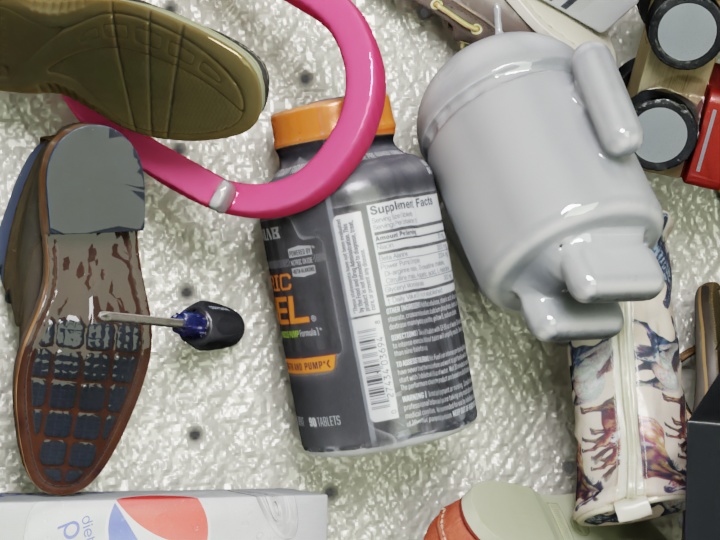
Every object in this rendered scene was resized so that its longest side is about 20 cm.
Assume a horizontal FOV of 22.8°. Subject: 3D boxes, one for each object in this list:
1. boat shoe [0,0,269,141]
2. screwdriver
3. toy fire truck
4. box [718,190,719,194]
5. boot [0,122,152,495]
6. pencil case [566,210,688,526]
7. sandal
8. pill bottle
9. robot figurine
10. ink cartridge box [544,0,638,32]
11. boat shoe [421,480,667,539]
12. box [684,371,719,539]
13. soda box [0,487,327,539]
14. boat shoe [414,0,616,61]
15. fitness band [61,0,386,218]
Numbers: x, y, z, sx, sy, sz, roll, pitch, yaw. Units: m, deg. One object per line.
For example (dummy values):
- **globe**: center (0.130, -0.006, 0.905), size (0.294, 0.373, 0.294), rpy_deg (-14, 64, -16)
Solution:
- **boat shoe**: center (-0.134, -0.121, 0.955), size (0.066, 0.200, 0.072), rpy_deg (-46, 144, -56)
- **screwdriver**: center (-0.104, 0.024, 0.959), size (0.028, 0.200, 0.029), rpy_deg (-30, 75, 11)
- **toy fire truck**: center (0.267, -0.139, 1.097), size (0.199, 0.129, 0.177), rpy_deg (12, 112, -1)
- **box**: center (0.340, -0.069, 1.217), size (0.200, 0.049, 0.160), rpy_deg (-29, 101, -22)
- **boot**: center (-0.160, 0.017, 0.986), size (0.074, 0.097, 0.201), rpy_deg (5, 97, -23)
- **pencil case**: center (0.161, 0.059, 1.092), size (0.078, 0.089, 0.201), rpy_deg (-9, 71, 19)
- **sandal**: center (0.210, 0.103, 1.147), size (0.082, 0.054, 0.201), rpy_deg (30, 65, -65)
- **pill bottle**: center (0.000, 0.000, 1.037), size (0.106, 0.106, 0.201), rpy_deg (-11, 92, -23)
- **robot figurine**: center (0.102, -0.056, 1.042), size (0.113, 0.170, 0.201), rpy_deg (1, 56, -39)
- **ink cartridge box**: center (0.079, -0.224, 1.072), size (0.200, 0.039, 0.100), rpy_deg (21, 46, -34)
- **boat shoe**: center (0.121, 0.178, 1.102), size (0.200, 0.063, 0.071), rpy_deg (17, 37, -37)
- **box**: center (0.247, 0.129, 1.064), size (0.200, 0.079, 0.142), rpy_deg (-30, 119, -65)
- **soda box**: center (-0.120, 0.156, 0.999), size (0.199, 0.068, 0.064), rpy_deg (2, 87, -22)
- **boat shoe**: center (0.070, -0.172, 1.101), size (0.200, 0.060, 0.072), rpy_deg (33, 35, -22)
- **fitness band**: center (-0.081, -0.115, 0.995), size (0.200, 0.037, 0.144), rpy_deg (31, 89, 17)
